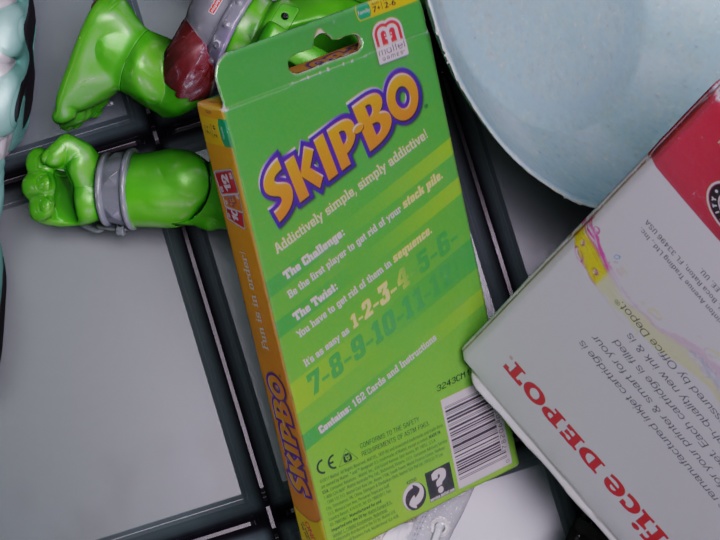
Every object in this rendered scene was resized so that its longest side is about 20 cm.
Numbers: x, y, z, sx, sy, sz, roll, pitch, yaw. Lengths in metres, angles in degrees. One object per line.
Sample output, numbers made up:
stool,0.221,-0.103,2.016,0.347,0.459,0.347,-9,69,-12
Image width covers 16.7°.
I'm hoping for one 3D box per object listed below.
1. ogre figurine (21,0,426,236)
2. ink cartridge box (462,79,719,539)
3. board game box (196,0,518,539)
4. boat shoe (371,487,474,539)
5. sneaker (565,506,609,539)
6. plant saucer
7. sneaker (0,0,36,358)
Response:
ogre figurine,-0.045,-0.091,0.992,0.120,0.098,0.200,28,70,10
ink cartridge box,0.146,0.022,0.888,0.146,0.200,0.083,49,53,6
board game box,0.000,0.000,0.937,0.095,0.030,0.201,-23,113,-29
boat shoe,-0.002,0.168,0.984,0.064,0.074,0.203,12,76,-3
sneaker,0.091,0.139,0.963,0.073,0.112,0.201,6,84,41
plant saucer,0.083,-0.121,0.994,0.200,0.039,0.202,9,77,-42
sneaker,-0.207,-0.051,0.989,0.139,0.078,0.201,7,84,-3
